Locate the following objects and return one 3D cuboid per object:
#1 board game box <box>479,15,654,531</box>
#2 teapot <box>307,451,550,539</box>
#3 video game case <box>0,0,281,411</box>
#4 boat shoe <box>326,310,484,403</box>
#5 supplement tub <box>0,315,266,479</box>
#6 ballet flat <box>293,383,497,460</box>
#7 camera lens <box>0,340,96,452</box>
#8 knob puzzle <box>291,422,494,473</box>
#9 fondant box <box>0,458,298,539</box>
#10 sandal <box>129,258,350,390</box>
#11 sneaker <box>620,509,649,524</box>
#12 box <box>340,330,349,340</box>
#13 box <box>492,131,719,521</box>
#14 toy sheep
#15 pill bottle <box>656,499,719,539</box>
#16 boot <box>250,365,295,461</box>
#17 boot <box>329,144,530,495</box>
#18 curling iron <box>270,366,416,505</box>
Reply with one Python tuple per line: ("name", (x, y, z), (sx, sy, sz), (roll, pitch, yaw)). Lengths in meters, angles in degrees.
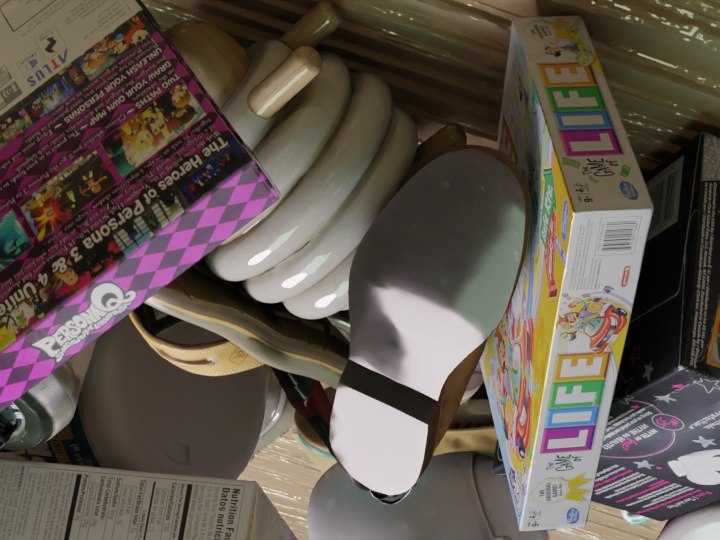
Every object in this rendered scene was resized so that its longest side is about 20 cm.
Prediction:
("board game box", (0.088, 0.004, 0.731), (0.034, 0.135, 0.201), (-3, 133, -6))
("teapot", (0.064, 0.189, 1.047), (0.145, 0.201, 0.198), (-27, 130, 15))
("video game case", (-0.158, -0.036, 0.699), (0.182, 0.199, 0.036), (52, 179, 37))
("boat shoe", (0.000, 0.000, 0.893), (0.199, 0.072, 0.065), (38, 138, -9))
("supplement tub", (-0.173, 0.078, 0.969), (0.199, 0.146, 0.145), (-11, 144, 37))
("ballet flat", (0.049, 0.083, 1.007), (0.199, 0.069, 0.063), (4, 127, -36))
("camera lens", (-0.205, -0.016, 0.831), (0.158, 0.202, 0.160), (11, 153, 6))
("knob puzzle", (0.064, 0.133, 1.167), (0.217, 0.031, 0.220), (4, 158, 2))
("fondant box", (-0.141, 0.155, 0.877), (0.198, 0.059, 0.145), (5, 157, 11))
("sandal", (-0.079, 0.025, 0.809), (0.199, 0.080, 0.054), (30, 107, -40))
("sneaker", (0.189, 0.131, 1.042), (0.074, 0.089, 0.200), (5, 152, 14))
("box", (-0.060, 0.010, 0.990), (0.198, 0.042, 0.119), (20, 153, -6))
("box", (0.168, 0.038, 0.825), (0.114, 0.133, 0.200), (19, 154, -16))
("toy sheep", (-0.026, -0.044, 0.773), (0.200, 0.138, 0.138), (44, 144, -16))
("pill bottle", (0.248, 0.165, 0.957), (0.118, 0.121, 0.200), (3, -167, 22))
("boot", (-0.160, 0.082, 1.140), (0.199, 0.073, 0.182), (19, 140, -23))
("boot", (0.038, 0.013, 0.748), (0.073, 0.075, 0.201), (30, 131, 14))
("curling iron", (-0.024, 0.063, 0.909), (0.049, 0.026, 0.201), (-28, 120, 14))
